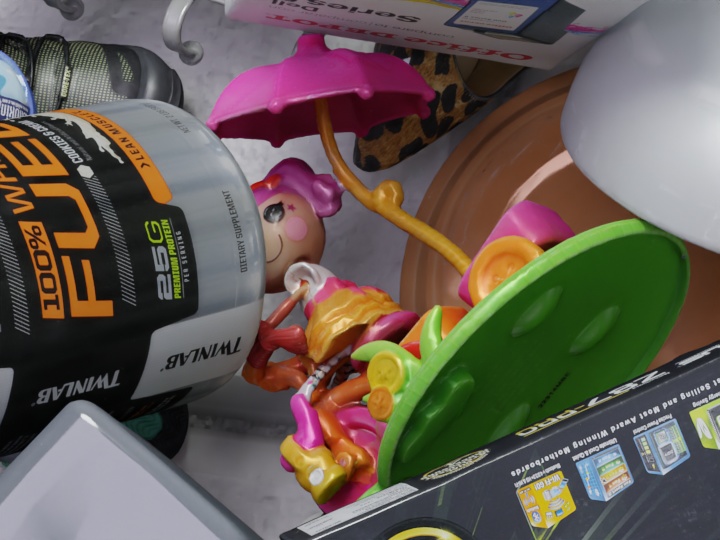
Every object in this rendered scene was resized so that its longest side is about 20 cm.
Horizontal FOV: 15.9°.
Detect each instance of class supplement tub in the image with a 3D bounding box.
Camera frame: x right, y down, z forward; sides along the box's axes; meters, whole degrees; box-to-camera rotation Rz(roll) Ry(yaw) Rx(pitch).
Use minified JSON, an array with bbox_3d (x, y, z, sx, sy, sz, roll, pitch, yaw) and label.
[{"bbox_3d":[-0.141,0.008,0.949,0.122,0.199,0.124,13,110,41],"label":"supplement tub"}]

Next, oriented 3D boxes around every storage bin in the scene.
[{"bbox_3d":[-0.110,0.122,0.932,0.145,0.200,0.135,39,84,8],"label":"storage bin"}]

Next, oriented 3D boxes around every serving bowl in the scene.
[{"bbox_3d":[0.180,-0.067,0.990,0.199,0.200,0.066,23,119,23],"label":"serving bowl"}]

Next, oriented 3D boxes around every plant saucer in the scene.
[{"bbox_3d":[0.111,0.003,1.076,0.199,0.032,0.202,-6,69,16],"label":"plant saucer"}]

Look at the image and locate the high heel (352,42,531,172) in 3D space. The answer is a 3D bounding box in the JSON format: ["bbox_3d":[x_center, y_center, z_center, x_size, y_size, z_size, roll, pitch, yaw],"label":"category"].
[{"bbox_3d":[0.092,-0.107,1.086,0.142,0.072,0.201,23,70,36],"label":"high heel"}]

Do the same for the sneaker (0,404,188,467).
[{"bbox_3d":[-0.174,0.058,1.139,0.198,0.088,0.075,16,49,1],"label":"sneaker"}]

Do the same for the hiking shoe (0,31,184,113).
[{"bbox_3d":[-0.181,-0.079,1.159,0.198,0.101,0.076,-1,71,17],"label":"hiking shoe"}]

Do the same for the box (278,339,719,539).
[{"bbox_3d":[0.091,0.128,0.901,0.199,0.049,0.162,-22,94,-11],"label":"box"}]

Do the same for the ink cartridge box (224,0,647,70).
[{"bbox_3d":[0.036,-0.143,0.966,0.144,0.200,0.088,9,83,-11],"label":"ink cartridge box"}]

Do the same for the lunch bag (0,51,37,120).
[{"bbox_3d":[-0.232,-0.018,1.068,0.198,0.083,0.162,9,70,-1],"label":"lunch bag"}]

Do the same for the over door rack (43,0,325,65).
[{"bbox_3d":[-0.032,-0.170,1.170,0.147,0.067,0.201,20,65,23],"label":"over door rack"}]

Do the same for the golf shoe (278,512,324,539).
[{"bbox_3d":[-0.081,0.163,1.055,0.094,0.078,0.200,39,85,26],"label":"golf shoe"}]

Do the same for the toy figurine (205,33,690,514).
[{"bbox_3d":[0.000,0.000,1.023,0.200,0.150,0.184,-50,61,15],"label":"toy figurine"}]
